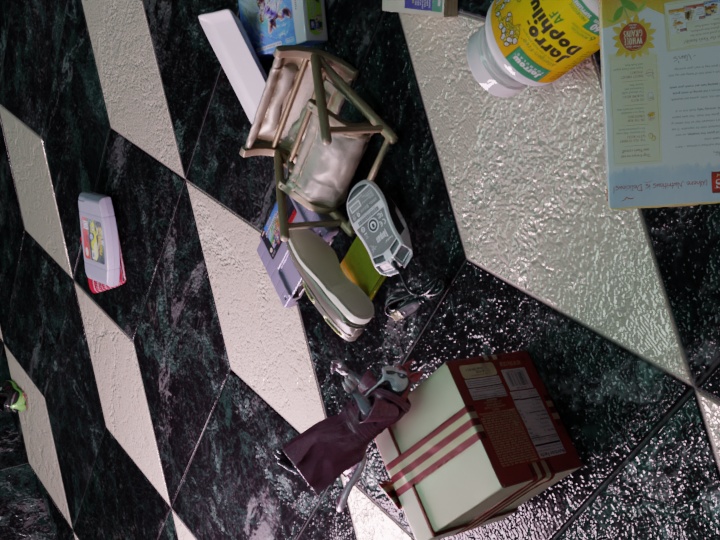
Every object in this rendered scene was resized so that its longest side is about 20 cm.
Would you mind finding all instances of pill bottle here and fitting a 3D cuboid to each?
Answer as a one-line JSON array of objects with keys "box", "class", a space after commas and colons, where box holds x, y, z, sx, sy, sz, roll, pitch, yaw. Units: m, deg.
[{"box": [0.203, -0.269, 1.102, 0.199, 0.111, 0.115, -31, 73, 53], "class": "pill bottle"}]

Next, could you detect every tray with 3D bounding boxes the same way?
[{"box": [-0.186, -0.329, 1.665, 0.107, 0.022, 0.202, 11, 133, 53], "class": "tray"}]

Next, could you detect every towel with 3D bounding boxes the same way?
[{"box": [0.000, 0.000, 1.540, 0.087, 0.018, 0.201, 59, 140, 27], "class": "towel"}, {"box": [-0.598, -0.029, 2.391, 0.199, 0.022, 0.148, -13, 87, 55], "class": "towel"}]

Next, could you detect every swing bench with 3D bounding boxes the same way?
[{"box": [-0.067, -0.186, 1.503, 0.202, 0.128, 0.200, 62, 142, 33], "class": "swing bench"}]

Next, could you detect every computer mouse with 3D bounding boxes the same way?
[{"box": [0.046, -0.036, 1.429, 0.109, 0.043, 0.203, -37, 69, 36], "class": "computer mouse"}]

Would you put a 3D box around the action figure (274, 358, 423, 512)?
[{"box": [0.001, 0.183, 1.207, 0.199, 0.134, 0.150, -37, 97, 12], "class": "action figure"}]

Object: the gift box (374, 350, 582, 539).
[{"box": [0.132, 0.206, 1.268, 0.187, 0.182, 0.203, -45, 55, 38], "class": "gift box"}]

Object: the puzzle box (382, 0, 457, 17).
[{"box": [0.079, -0.431, 1.319, 0.132, 0.025, 0.204, 24, 117, 50], "class": "puzzle box"}]

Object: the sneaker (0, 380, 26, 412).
[{"box": [-1.080, 0.383, 3.125, 0.198, 0.083, 0.079, 7, 103, 54], "class": "sneaker"}]

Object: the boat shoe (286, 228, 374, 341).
[{"box": [-0.056, 0.018, 1.544, 0.203, 0.071, 0.061, 51, 134, 26], "class": "boat shoe"}]

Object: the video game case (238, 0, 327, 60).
[{"box": [-0.128, -0.434, 1.600, 0.198, 0.045, 0.186, 2, 98, 55], "class": "video game case"}]

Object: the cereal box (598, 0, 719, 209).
[{"box": [0.301, -0.163, 0.979, 0.141, 0.040, 0.205, -2, 98, 10], "class": "cereal box"}]

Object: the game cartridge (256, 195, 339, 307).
[{"box": [-0.108, -0.050, 1.672, 0.131, 0.038, 0.201, 57, 139, 24], "class": "game cartridge"}]

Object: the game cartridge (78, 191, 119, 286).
[{"box": [-0.586, -0.070, 2.318, 0.132, 0.040, 0.205, 11, 109, 47], "class": "game cartridge"}]
